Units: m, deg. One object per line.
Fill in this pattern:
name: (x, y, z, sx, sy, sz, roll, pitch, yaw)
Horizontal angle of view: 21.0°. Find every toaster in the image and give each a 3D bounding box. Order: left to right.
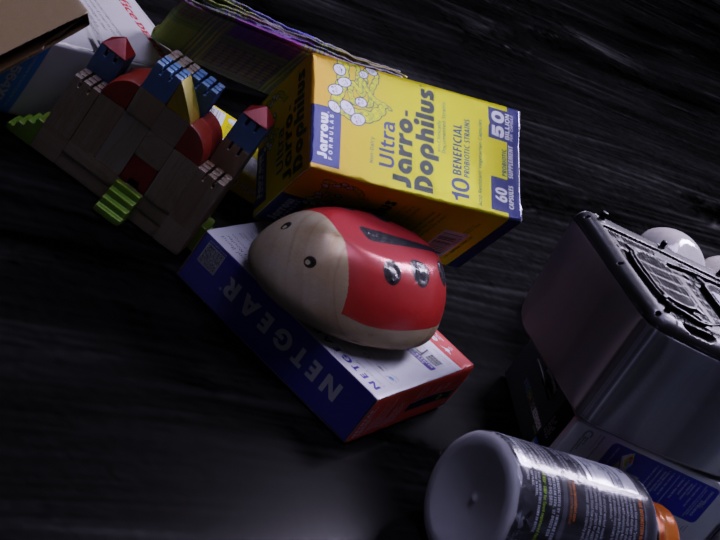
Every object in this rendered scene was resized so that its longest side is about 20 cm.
toaster: (0.254, 0.065, 1.610, 0.181, 0.119, 0.200, 22, 23, -29)

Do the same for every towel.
towel: (-0.072, -0.181, 1.648, 0.200, 0.023, 0.144, 21, -15, -15)

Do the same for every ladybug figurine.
ladybug figurine: (0.000, 0.000, 1.546, 0.200, 0.072, 0.136, 9, 35, -49)

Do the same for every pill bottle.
pill bottle: (0.153, 0.193, 1.481, 0.200, 0.106, 0.106, 19, 28, -36)

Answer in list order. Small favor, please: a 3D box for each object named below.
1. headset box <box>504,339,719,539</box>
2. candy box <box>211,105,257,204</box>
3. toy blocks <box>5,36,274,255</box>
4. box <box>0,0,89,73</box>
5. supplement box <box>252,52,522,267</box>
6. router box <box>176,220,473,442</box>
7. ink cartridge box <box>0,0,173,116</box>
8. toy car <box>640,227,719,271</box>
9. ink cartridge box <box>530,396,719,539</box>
headset box: (0.231, 0.140, 1.716, 0.200, 0.093, 0.174, 28, 23, -18)
candy box: (-0.111, -0.103, 1.775, 0.200, 0.026, 0.102, 33, 26, -9)
toy blocks: (-0.166, -0.115, 1.572, 0.200, 0.137, 0.100, 37, 22, 0)
box: (-0.332, -0.222, 1.543, 0.200, 0.163, 0.021, 50, -17, 32)
supplement box: (0.023, -0.089, 1.616, 0.200, 0.110, 0.109, 13, 63, -25)
router box: (-0.025, 0.042, 1.588, 0.200, 0.049, 0.179, 44, 23, 16)
ink cartridge box: (-0.268, -0.198, 1.653, 0.200, 0.084, 0.146, 10, 34, -49)
toy car: (0.290, 0.057, 1.915, 0.200, 0.175, 0.150, 22, 61, -32)
ink cartridge box: (0.224, 0.184, 1.611, 0.200, 0.099, 0.039, 27, 23, -24)
